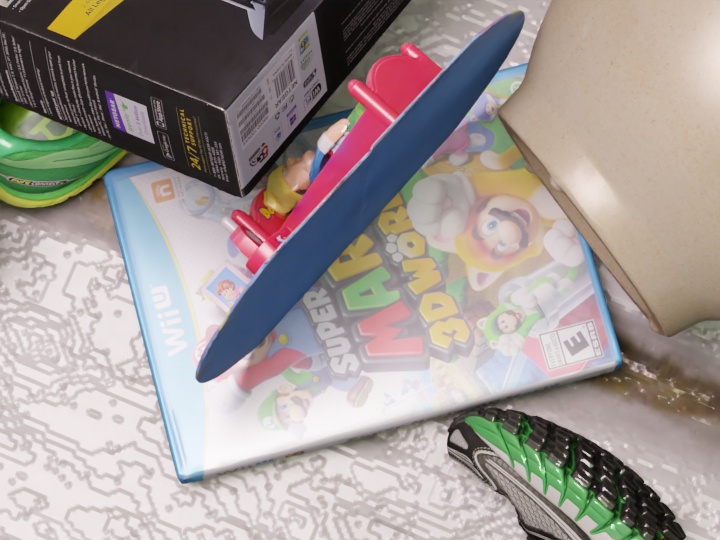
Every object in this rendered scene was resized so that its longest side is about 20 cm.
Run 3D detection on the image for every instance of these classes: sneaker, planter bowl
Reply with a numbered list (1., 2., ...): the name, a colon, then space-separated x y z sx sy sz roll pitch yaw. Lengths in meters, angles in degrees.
1. sneaker: 0.101 0.139 1.082 0.085 0.078 0.200 -45 73 14
2. sneaker: -0.090 -0.106 1.114 0.074 0.084 0.200 42 82 6
3. planter bowl: 0.143 -0.057 1.058 0.135 0.200 0.200 -38 83 2

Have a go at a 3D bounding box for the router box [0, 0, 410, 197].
1. router box: -0.060 -0.136 1.048 0.157 0.052 0.200 23 56 25

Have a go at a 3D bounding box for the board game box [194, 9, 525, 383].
1. board game box: -0.013 -0.042 1.044 0.039 0.158 0.200 41 80 6

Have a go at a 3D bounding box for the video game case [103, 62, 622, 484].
1. video game case: 0.000 0.000 1.125 0.199 0.018 0.144 -15 77 -2
